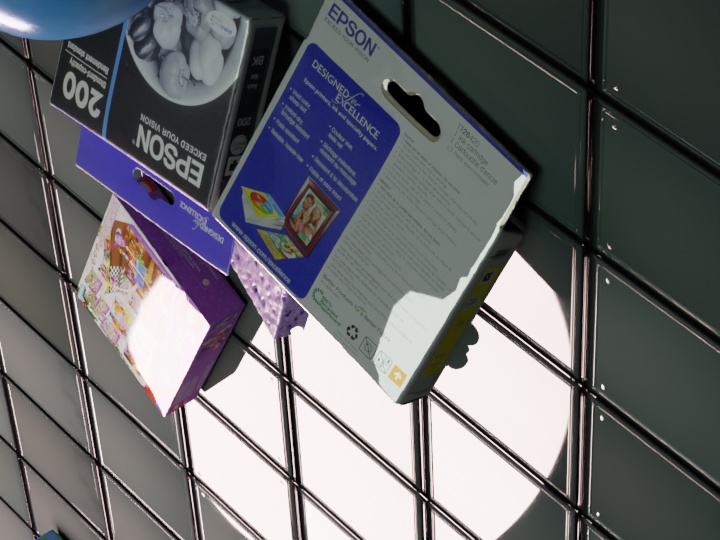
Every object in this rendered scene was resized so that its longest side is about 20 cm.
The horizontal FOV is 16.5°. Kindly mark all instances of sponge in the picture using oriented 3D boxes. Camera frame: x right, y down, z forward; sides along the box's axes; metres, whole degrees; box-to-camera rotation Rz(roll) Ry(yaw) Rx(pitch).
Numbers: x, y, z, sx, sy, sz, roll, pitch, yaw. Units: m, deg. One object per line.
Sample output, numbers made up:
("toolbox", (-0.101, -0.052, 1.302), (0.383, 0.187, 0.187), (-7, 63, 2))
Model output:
("sponge", (-0.089, -0.060, 1.799), (0.200, 0.030, 0.112), (59, 156, 26))

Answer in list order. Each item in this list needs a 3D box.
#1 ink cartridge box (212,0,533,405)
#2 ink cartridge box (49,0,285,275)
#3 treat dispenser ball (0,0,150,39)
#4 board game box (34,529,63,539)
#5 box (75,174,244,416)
("ink cartridge box", (0.013, -0.051, 1.628), (0.198, 0.047, 0.200), (46, 122, 23))
("ink cartridge box", (-0.145, -0.125, 1.772), (0.198, 0.043, 0.201), (33, 120, 40))
("treat dispenser ball", (-0.204, -0.254, 1.626), (0.201, 0.200, 0.201), (40, 148, 31))
("board game box", (-0.269, 0.384, 2.610), (0.200, 0.037, 0.152), (38, 147, 37))
("box", (-0.169, 0.024, 2.057), (0.137, 0.039, 0.200), (53, 153, 11))
